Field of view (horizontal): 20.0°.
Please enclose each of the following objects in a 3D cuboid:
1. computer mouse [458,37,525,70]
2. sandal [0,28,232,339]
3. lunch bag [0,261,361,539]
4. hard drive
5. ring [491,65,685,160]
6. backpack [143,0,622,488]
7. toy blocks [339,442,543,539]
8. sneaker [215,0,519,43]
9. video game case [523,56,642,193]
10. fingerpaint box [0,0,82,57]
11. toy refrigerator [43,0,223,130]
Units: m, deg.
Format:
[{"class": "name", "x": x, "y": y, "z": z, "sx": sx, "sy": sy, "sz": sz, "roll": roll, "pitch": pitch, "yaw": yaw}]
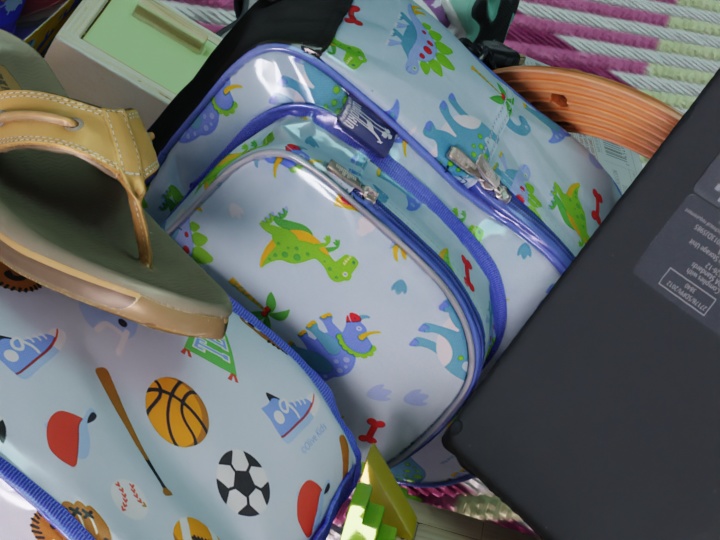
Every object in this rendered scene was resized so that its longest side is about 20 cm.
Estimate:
[{"class": "computer mouse", "x": 0.089, "y": -0.020, "z": 1.018, "sx": 0.201, "sy": 0.044, "sz": 0.110, "roll": 67, "pitch": 16, "yaw": 2}, {"class": "sandal", "x": -0.106, "y": -0.045, "z": 0.727, "sx": 0.080, "sy": 0.054, "sz": 0.200, "roll": 11, "pitch": 29, "yaw": -38}, {"class": "lunch bag", "x": -0.111, "y": 0.067, "z": 0.721, "sx": 0.200, "sy": 0.124, "sz": 0.170, "roll": 29, "pitch": 31, "yaw": 5}, {"class": "hard drive", "x": 0.130, "y": 0.021, "z": 0.733, "sx": 0.033, "sy": 0.200, "sz": 0.140, "roll": 34, "pitch": 4, "yaw": -43}, {"class": "ring", "x": 0.120, "y": -0.018, "z": 0.899, "sx": 0.200, "sy": 0.200, "sz": 0.019, "roll": 36, "pitch": 63, "yaw": 3}, {"class": "backpack", "x": 0.000, "y": 0.000, "z": 0.848, "sx": 0.200, "sy": 0.183, "sz": 0.147, "roll": 34, "pitch": 39, "yaw": -14}, {"class": "toy blocks", "x": 0.051, "y": 0.140, "z": 0.724, "sx": 0.136, "sy": 0.100, "sz": 0.200, "roll": 16, "pitch": 13, "yaw": 3}, {"class": "sneaker", "x": -0.010, "y": -0.140, "z": 1.080, "sx": 0.140, "sy": 0.078, "sz": 0.200, "roll": 31, "pitch": 44, "yaw": 20}, {"class": "video game case", "x": 0.082, "y": -0.062, "z": 1.133, "sx": 0.182, "sy": 0.022, "sz": 0.200, "roll": 20, "pitch": 37, "yaw": -21}, {"class": "fingerpaint box", "x": -0.170, "y": -0.138, "z": 0.882, "sx": 0.073, "sy": 0.167, "sz": 0.200, "roll": 32, "pitch": 33, "yaw": 2}, {"class": "toy refrigerator", "x": -0.056, "y": -0.055, "z": 0.964, "sx": 0.200, "sy": 0.070, "sz": 0.076, "roll": 30, "pitch": 34, "yaw": -5}]
